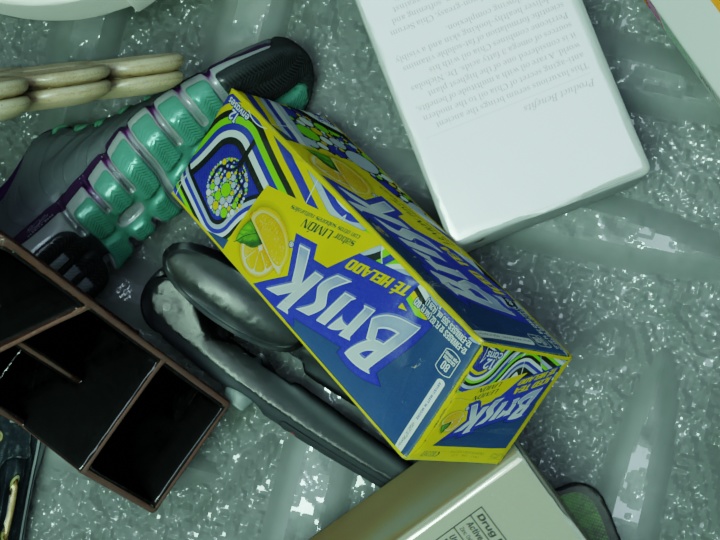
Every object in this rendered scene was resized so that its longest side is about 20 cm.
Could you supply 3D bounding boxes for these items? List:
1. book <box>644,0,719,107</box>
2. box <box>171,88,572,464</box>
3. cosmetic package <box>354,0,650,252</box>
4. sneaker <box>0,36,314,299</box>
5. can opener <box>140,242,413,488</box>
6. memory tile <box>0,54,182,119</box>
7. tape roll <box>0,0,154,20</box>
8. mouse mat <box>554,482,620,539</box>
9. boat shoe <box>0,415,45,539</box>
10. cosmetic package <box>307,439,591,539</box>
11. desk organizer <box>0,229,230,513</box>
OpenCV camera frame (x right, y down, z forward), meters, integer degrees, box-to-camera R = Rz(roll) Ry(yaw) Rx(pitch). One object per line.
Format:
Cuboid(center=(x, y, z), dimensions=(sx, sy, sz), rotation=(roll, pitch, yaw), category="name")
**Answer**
Cuboid(center=(0.219, -0.119, 0.726), dimensions=(0.133, 0.048, 0.200), rotation=(-33, 63, 8), category="book")
Cuboid(center=(0.000, 0.000, 0.708), dimensions=(0.200, 0.070, 0.064), rotation=(46, 113, 37), category="box")
Cuboid(center=(0.055, -0.119, 0.759), dimensions=(0.101, 0.071, 0.201), rotation=(-21, 86, 4), category="cosmetic package")
Cuboid(center=(-0.119, -0.063, 0.776), dimensions=(0.200, 0.074, 0.088), rotation=(-39, 56, -10), category="sneaker")
Cuboid(center=(-0.023, 0.059, 0.766), dimensions=(0.200, 0.079, 0.063), rotation=(39, 99, -7), category="can opener")
Cuboid(center=(-0.195, -0.077, 0.708), dimensions=(0.199, 0.153, 0.017), rotation=(1, 102, 32), category="memory tile")
Cuboid(center=(-0.143, -0.216, 0.720), dimensions=(0.202, 0.037, 0.204), rotation=(0, 86, 5), category="tape roll")
Cuboid(center=(0.052, 0.211, 0.778), dimensions=(0.199, 0.008, 0.161), rotation=(-21, 86, 5), category="mouse mat")
Cuboid(center=(-0.197, 0.096, 0.762), dimensions=(0.071, 0.091, 0.201), rotation=(3, 88, 5), category="boat shoe")
Cuboid(center=(0.016, 0.168, 0.731), dimensions=(0.200, 0.071, 0.105), rotation=(-35, 104, 2), category="cosmetic package")
Cuboid(center=(-0.145, 0.036, 0.692), dimensions=(0.077, 0.200, 0.072), rotation=(30, 81, 33), category="desk organizer")
